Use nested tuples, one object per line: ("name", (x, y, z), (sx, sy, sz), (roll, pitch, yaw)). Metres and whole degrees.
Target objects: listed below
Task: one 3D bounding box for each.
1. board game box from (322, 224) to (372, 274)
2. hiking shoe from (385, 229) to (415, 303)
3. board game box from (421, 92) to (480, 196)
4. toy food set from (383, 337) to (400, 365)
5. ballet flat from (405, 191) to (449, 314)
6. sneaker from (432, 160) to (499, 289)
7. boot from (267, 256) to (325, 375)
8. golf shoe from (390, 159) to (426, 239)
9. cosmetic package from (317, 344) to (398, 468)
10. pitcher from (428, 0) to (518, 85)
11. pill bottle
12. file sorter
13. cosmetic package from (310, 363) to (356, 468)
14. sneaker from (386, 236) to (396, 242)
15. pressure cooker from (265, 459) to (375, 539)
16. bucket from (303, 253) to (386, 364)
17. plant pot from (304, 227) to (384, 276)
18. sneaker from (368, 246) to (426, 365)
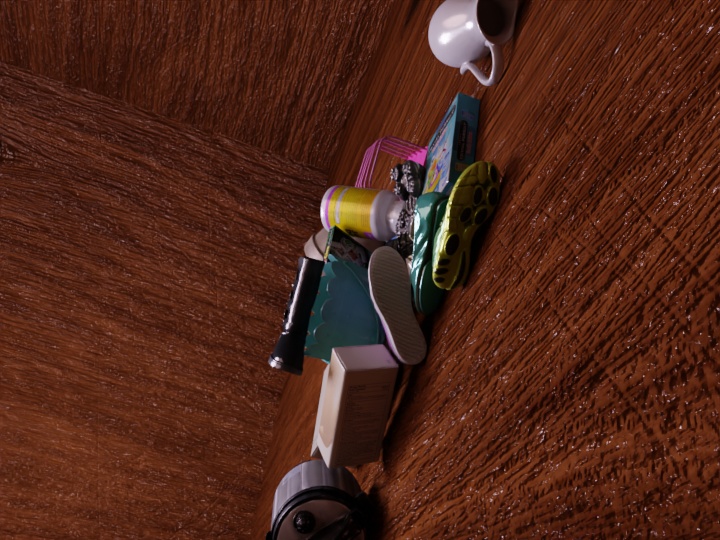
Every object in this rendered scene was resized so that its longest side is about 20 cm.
("board game box", (0.000, 0.000, 1.475), (0.023, 0.199, 0.107), (-22, 44, 39))
("hiking shoe", (0.094, -0.040, 1.203), (0.076, 0.098, 0.204), (-78, 5, -66))
("board game box", (0.159, -0.193, 1.263), (0.152, 0.046, 0.204), (121, 162, -58))
("toy food set", (0.033, 0.201, 1.359), (0.199, 0.047, 0.204), (122, 162, -59))
("ballet flat", (0.109, -0.032, 1.140), (0.070, 0.066, 0.205), (29, 119, 48))
("sneaker", (0.148, -0.074, 1.051), (0.084, 0.072, 0.204), (-105, 31, -65))
("boot", (-0.109, 0.077, 1.272), (0.165, 0.064, 0.205), (-160, 89, -79))
("golf shoe", (0.116, -0.112, 1.358), (0.076, 0.093, 0.206), (1, 96, 40))
("cosmetic package", (-0.008, 0.236, 1.208), (0.071, 0.103, 0.205), (-130, 46, -55))
("pitcher", (0.198, -0.407, 1.233), (0.199, 0.118, 0.177), (-167, 78, -70))
("pill bottle", (0.018, -0.119, 1.460), (0.103, 0.196, 0.107), (-18, -67, -51))
("file sorter", (0.070, -0.223, 1.606), (0.200, 0.122, 0.143), (-165, 92, -81))
("cosmetic package", (-0.035, 0.294, 1.448), (0.072, 0.103, 0.204), (120, 162, -48))
("sneaker", (0.035, -0.108, 1.555), (0.200, 0.143, 0.082), (-108, 36, -74))
("pressure cooker", (-0.072, 0.438, 1.186), (0.200, 0.174, 0.181), (-134, 57, -82))
("bucket", (-0.024, 0.085, 1.334), (0.207, 0.131, 0.213), (-164, 90, -81))
("plant pot", (-0.019, -0.069, 1.777), (0.175, 0.198, 0.201), (-51, 17, 20))
("sneaker", (0.054, 0.064, 1.205), (0.114, 0.071, 0.206), (130, 127, -83))
